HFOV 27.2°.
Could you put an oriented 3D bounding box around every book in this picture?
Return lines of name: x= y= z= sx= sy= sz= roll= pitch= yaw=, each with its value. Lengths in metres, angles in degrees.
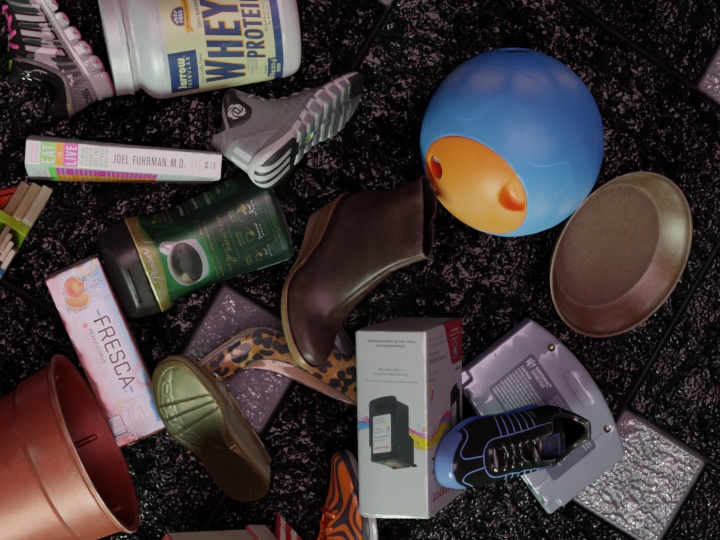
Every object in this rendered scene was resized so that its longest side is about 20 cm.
book: x=-0.250 y=-0.114 z=1.574 sx=0.198 sy=0.134 sz=0.049 roll=4 pitch=92 yaw=-11

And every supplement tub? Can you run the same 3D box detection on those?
supplement tub: x=-0.171 y=-0.262 z=1.574 sx=0.198 sy=0.145 sz=0.147 roll=-11 pitch=95 yaw=-9

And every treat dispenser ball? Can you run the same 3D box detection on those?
treat dispenser ball: x=0.163 y=-0.138 z=1.611 sx=0.198 sy=0.201 sz=0.203 roll=-1 pitch=93 yaw=-10

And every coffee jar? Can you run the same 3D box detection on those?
coffee jar: x=-0.179 y=-0.029 z=1.612 sx=0.198 sy=0.085 sz=0.105 roll=-22 pitch=115 yaw=-9

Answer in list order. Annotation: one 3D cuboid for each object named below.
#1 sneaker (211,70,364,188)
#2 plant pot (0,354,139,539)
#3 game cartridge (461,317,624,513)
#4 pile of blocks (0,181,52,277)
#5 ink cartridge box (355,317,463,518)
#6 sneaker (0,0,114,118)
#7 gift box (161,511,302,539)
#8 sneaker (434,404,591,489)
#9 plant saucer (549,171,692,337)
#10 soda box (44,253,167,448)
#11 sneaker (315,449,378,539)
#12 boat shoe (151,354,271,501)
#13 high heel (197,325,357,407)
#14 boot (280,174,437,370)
sneaker: x=-0.088 y=-0.180 z=1.616 sx=0.115 sy=0.075 sz=0.200 roll=31 pitch=48 yaw=17
plant pot: x=-0.361 y=0.219 z=1.553 sx=0.194 sy=0.201 sz=0.202 roll=-25 pitch=97 yaw=0
game cartridge: x=0.212 y=0.162 z=1.721 sx=0.133 sy=0.041 sz=0.201 roll=-36 pitch=99 yaw=-3
pile of blocks: x=-0.403 y=-0.014 z=1.578 sx=0.062 sy=0.082 sz=0.201 roll=31 pitch=88 yaw=-10
ink cartridge box: x=0.056 y=0.158 z=1.629 sx=0.082 sy=0.146 sz=0.202 roll=0 pitch=94 yaw=19
sneaker: x=-0.351 y=-0.244 z=1.579 sx=0.087 sy=0.074 sz=0.200 roll=-41 pitch=104 yaw=-12
gift box: x=-0.140 y=0.369 z=1.570 sx=0.185 sy=0.186 sz=0.200 roll=-53 pitch=56 yaw=19
sneaker: x=0.168 y=0.188 z=1.612 sx=0.199 sy=0.077 sz=0.071 roll=-18 pitch=104 yaw=-42
plant saucer: x=0.289 y=-0.022 z=1.693 sx=0.199 sy=0.037 sz=0.202 roll=-14 pitch=120 yaw=-26
soda box: x=-0.273 y=0.086 z=1.614 sx=0.063 sy=0.068 sz=0.202 roll=-23 pitch=98 yaw=-7
sneaker: x=-0.038 y=0.306 z=1.663 sx=0.111 sy=0.078 sz=0.202 roll=-9 pitch=95 yaw=-10
boat shoe: x=-0.157 y=0.161 z=1.613 sx=0.073 sy=0.063 sz=0.201 roll=-23 pitch=119 yaw=22
high heel: x=-0.089 y=0.125 z=1.644 sx=0.199 sy=0.071 sz=0.144 roll=-29 pitch=92 yaw=-16
boot: x=0.000 y=0.000 z=1.587 sx=0.072 sy=0.165 sz=0.202 roll=32 pitch=56 yaw=-42
